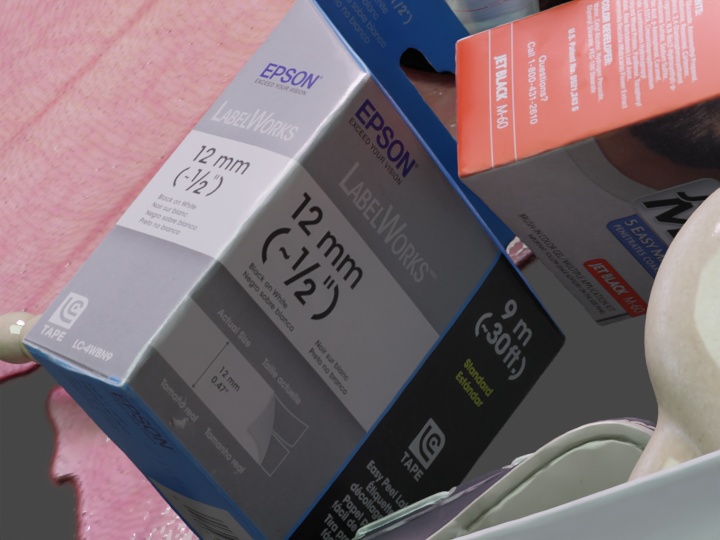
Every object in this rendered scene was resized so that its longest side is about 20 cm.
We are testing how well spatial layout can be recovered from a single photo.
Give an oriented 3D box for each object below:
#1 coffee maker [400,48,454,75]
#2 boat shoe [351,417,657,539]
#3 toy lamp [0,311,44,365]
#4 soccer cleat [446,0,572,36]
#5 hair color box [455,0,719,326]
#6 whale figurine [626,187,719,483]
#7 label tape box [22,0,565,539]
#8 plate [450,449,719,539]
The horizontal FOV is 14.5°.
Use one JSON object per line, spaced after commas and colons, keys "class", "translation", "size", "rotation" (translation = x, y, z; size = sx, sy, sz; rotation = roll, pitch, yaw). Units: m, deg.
{"class": "coffee maker", "translation": [-0.002, -0.176, 1.130], "size": [0.192, 0.200, 0.135], "rotation": [-36, 33, 0]}
{"class": "boat shoe", "translation": [0.025, 0.111, 0.922], "size": [0.200, 0.073, 0.063], "rotation": [-31, -8, 16]}
{"class": "toy lamp", "translation": [-0.149, 0.029, 1.146], "size": [0.199, 0.058, 0.058], "rotation": [0, 49, 40]}
{"class": "soccer cleat", "translation": [0.068, -0.096, 1.027], "size": [0.069, 0.200, 0.078], "rotation": [-42, 73, -3]}
{"class": "hair color box", "translation": [0.144, -0.055, 0.939], "size": [0.199, 0.111, 0.064], "rotation": [-18, 53, 25]}
{"class": "whale figurine", "translation": [0.158, 0.061, 0.834], "size": [0.159, 0.104, 0.201], "rotation": [-16, 63, 13]}
{"class": "label tape box", "translation": [0.000, 0.000, 0.970], "size": [0.200, 0.143, 0.066], "rotation": [-51, 38, -16]}
{"class": "plate", "translation": [0.085, 0.156, 0.766], "size": [0.199, 0.032, 0.201], "rotation": [-21, 65, 24]}
